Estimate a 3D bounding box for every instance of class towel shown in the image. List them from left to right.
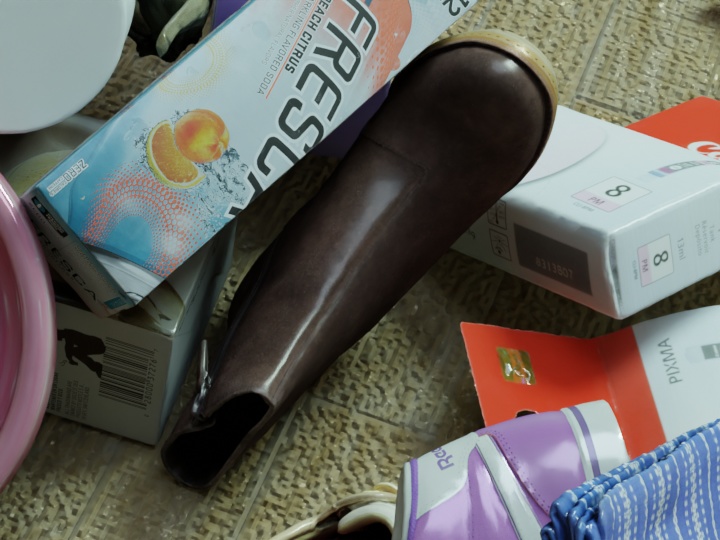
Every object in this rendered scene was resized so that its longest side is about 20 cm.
[{"bbox_3d":[0.125,0.136,0.942,0.024,0.145,0.200,-14,0,25],"label":"towel"}]

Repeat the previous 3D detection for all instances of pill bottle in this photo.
[{"bbox_3d":[-0.156,-0.129,1.096,0.114,0.114,0.200,1,18,-11],"label":"pill bottle"}]

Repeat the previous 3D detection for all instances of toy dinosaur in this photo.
[{"bbox_3d":[-0.082,-0.136,1.121,0.047,0.088,0.200,0,4,-6],"label":"toy dinosaur"}]

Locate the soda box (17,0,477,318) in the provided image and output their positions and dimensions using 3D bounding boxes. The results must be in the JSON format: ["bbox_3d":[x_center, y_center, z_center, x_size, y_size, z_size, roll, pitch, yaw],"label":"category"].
[{"bbox_3d":[-0.048,-0.069,1.053,0.200,0.068,0.064,-43,98,-17],"label":"soda box"}]

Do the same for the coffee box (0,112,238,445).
[{"bbox_3d":[-0.164,-0.014,1.127,0.200,0.080,0.113,17,47,4],"label":"coffee box"}]

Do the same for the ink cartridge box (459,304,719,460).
[{"bbox_3d":[0.156,0.082,1.099,0.200,0.057,0.163,12,43,-26],"label":"ink cartridge box"}]

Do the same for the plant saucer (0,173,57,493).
[{"bbox_3d":[-0.217,0.025,1.036,0.200,0.201,0.051,21,4,8],"label":"plant saucer"}]

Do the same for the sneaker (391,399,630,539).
[{"bbox_3d":[0.066,0.160,0.989,0.114,0.073,0.201,-15,83,-8],"label":"sneaker"}]

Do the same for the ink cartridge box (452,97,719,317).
[{"bbox_3d":[0.138,-0.053,1.199,0.200,0.057,0.163,-28,31,-28],"label":"ink cartridge box"}]

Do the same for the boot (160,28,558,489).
[{"bbox_3d":[0.000,0.000,1.077,0.072,0.200,0.166,37,49,-8],"label":"boot"}]

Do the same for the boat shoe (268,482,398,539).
[{"bbox_3d":[0.008,0.124,1.040,0.200,0.069,0.074,-28,58,-33],"label":"boat shoe"}]

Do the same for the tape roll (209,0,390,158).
[{"bbox_3d":[-0.023,-0.156,1.208,0.085,0.200,0.200,9,46,-5],"label":"tape roll"}]
